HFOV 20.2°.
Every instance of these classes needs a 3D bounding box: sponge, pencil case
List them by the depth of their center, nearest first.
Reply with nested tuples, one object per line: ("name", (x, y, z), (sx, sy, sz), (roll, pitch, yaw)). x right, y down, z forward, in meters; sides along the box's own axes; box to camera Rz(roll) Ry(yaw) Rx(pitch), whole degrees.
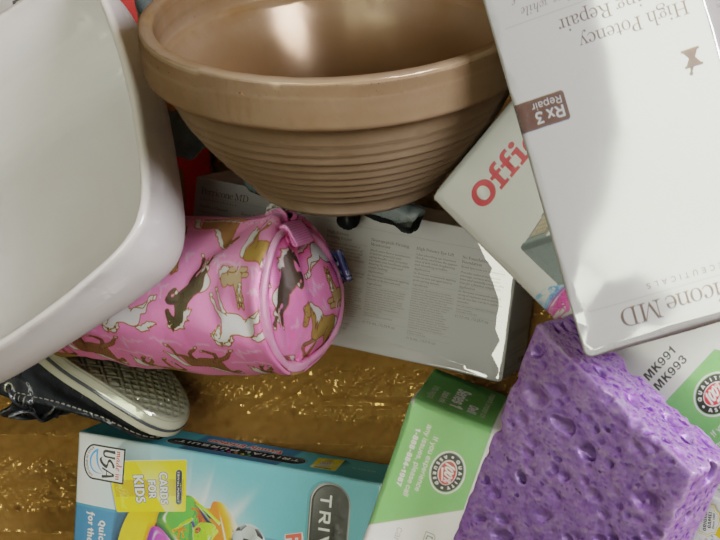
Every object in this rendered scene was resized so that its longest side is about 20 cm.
("sponge", (0.097, 0.135, 0.969), (0.111, 0.030, 0.201), (43, 130, 34))
("pencil case", (-0.104, 0.009, 1.119), (0.199, 0.087, 0.083), (1, 139, 37))

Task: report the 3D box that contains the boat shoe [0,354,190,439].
("boat shoe", (-0.188, 0.062, 1.225), (0.199, 0.074, 0.063), (22, 110, 23))

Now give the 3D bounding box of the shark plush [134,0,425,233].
("shark plush", (-0.053, -0.078, 1.107), (0.090, 0.084, 0.200), (-31, 64, -18))

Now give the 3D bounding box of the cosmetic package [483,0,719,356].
("cosmetic package", (0.126, -0.073, 0.897), (0.101, 0.074, 0.202), (-18, 86, 24))

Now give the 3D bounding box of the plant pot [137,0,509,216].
("plant pot", (-0.008, -0.088, 1.004), (0.199, 0.201, 0.094), (7, 117, 21))

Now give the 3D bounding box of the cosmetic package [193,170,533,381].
("cosmetic package", (0.000, 0.000, 1.150), (0.198, 0.051, 0.083), (12, 104, 21))

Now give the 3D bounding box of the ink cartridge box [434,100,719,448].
("ink cartridge box", (0.157, -0.023, 0.974), (0.200, 0.087, 0.146), (47, 111, 14))

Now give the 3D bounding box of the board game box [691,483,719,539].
("board game box", (0.222, 0.168, 1.004), (0.034, 0.199, 0.136), (20, 104, 43))

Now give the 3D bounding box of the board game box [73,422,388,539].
("board game box", (-0.076, 0.180, 1.205), (0.198, 0.047, 0.153), (7, 99, 21))

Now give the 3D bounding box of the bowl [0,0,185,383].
("bowl", (-0.177, -0.037, 1.094), (0.199, 0.074, 0.201), (-31, 53, 22))

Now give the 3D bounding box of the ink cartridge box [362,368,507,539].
("ink cartridge box", (0.103, 0.161, 1.088), (0.198, 0.084, 0.147), (20, 100, 7))

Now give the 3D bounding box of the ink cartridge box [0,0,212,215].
("ink cartridge box", (-0.180, -0.109, 1.213), (0.174, 0.045, 0.202), (-2, 96, 23))
